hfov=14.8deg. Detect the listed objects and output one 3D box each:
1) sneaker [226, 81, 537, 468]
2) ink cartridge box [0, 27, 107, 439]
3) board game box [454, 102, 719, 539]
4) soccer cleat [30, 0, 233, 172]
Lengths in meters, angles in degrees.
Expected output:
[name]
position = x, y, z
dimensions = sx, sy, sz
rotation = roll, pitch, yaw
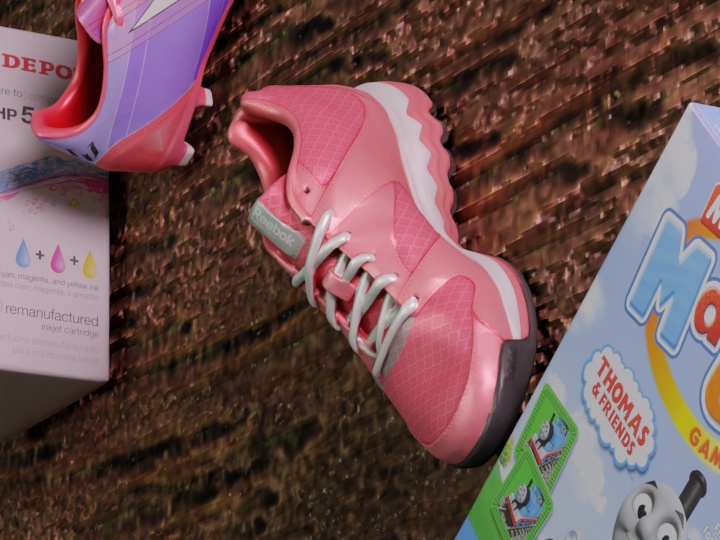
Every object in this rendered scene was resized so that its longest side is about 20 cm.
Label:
[sneaker]
position = 0.000, 0.000, 1.056
dimensions = 0.074, 0.086, 0.201
rotation = -62, 34, 32
[ink cartridge box]
position = -0.207, -0.033, 1.376
dimensions = 0.125, 0.128, 0.201
rotation = -28, 59, 55
[board game box]
position = 0.105, 0.070, 0.900
dimensions = 0.201, 0.036, 0.152
rotation = -63, 33, 27
[soccer cleat]
position = -0.090, -0.139, 1.266
dimensions = 0.067, 0.076, 0.201
rotation = 48, 124, 55
